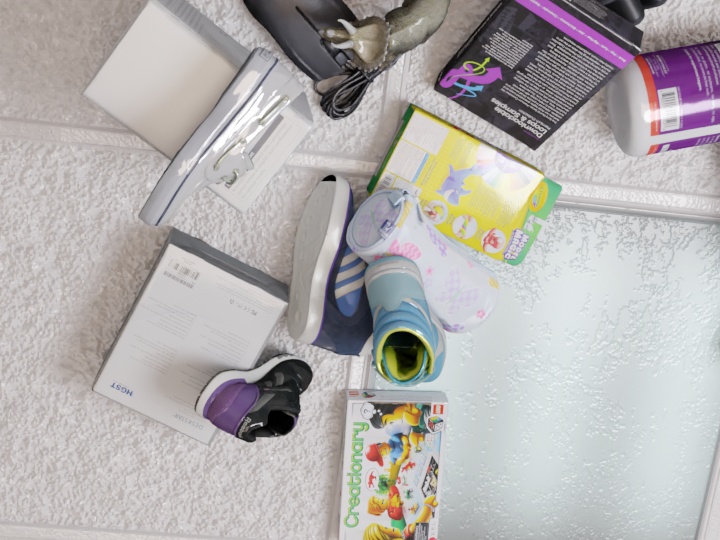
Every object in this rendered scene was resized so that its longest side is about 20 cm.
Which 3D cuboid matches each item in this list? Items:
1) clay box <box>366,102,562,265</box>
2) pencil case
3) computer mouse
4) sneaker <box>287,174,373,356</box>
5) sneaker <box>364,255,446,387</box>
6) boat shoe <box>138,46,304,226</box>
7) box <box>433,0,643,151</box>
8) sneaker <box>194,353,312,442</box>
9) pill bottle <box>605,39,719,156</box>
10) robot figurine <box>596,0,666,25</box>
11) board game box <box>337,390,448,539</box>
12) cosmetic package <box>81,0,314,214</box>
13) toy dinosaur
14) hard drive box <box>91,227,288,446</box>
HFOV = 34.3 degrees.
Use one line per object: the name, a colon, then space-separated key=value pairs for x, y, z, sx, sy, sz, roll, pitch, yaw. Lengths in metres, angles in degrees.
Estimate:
clay box: x=0.121 y=-0.096 z=1.346 sx=0.199 sy=0.048 sz=0.115 roll=26 pitch=103 yaw=-13
pencil case: x=0.074 y=-0.010 z=1.321 sx=0.091 sy=0.083 sz=0.200 roll=-51 pitch=125 yaw=-3
computer mouse: x=-0.047 y=-0.273 z=1.276 sx=0.200 sy=0.053 sz=0.139 roll=42 pitch=99 yaw=-15
sneaker: x=0.000 y=0.000 z=1.361 sx=0.146 sy=0.080 sz=0.202 roll=11 pitch=89 yaw=-31
sneaker: x=0.052 y=0.093 z=1.269 sx=0.079 sy=0.131 sz=0.200 roll=-15 pitch=137 yaw=11
boat shoe: x=-0.129 y=-0.112 z=1.095 sx=0.067 sy=0.074 sz=0.200 roll=36 pitch=100 yaw=-12
box: x=0.188 y=-0.225 z=1.260 sx=0.142 sy=0.036 sz=0.200 roll=29 pitch=142 yaw=-13
sneaker: x=-0.099 y=0.156 z=1.324 sx=0.087 sy=0.200 sz=0.076 roll=34 pitch=111 yaw=21
pill bottle: x=0.384 y=-0.198 z=1.306 sx=0.198 sy=0.113 sz=0.113 roll=-10 pitch=107 yaw=-3
robot figurine: x=0.251 y=-0.357 z=1.239 sx=0.124 sy=0.150 sz=0.201 roll=-22 pitch=109 yaw=27
board game box: x=0.039 y=0.248 z=1.448 sx=0.125 sy=0.035 sz=0.201 roll=1 pitch=106 yaw=-5
cosmetic package: x=-0.165 y=-0.183 z=1.215 sx=0.200 sy=0.199 sz=0.123 roll=38 pitch=100 yaw=-14
toy dinosaur: x=0.050 y=-0.260 z=1.230 sx=0.199 sy=0.102 sz=0.077 roll=-27 pitch=106 yaw=-12
hard drive box: x=-0.197 y=0.077 z=1.354 sx=0.155 sy=0.077 sz=0.201 roll=28 pitch=102 yaw=-12
